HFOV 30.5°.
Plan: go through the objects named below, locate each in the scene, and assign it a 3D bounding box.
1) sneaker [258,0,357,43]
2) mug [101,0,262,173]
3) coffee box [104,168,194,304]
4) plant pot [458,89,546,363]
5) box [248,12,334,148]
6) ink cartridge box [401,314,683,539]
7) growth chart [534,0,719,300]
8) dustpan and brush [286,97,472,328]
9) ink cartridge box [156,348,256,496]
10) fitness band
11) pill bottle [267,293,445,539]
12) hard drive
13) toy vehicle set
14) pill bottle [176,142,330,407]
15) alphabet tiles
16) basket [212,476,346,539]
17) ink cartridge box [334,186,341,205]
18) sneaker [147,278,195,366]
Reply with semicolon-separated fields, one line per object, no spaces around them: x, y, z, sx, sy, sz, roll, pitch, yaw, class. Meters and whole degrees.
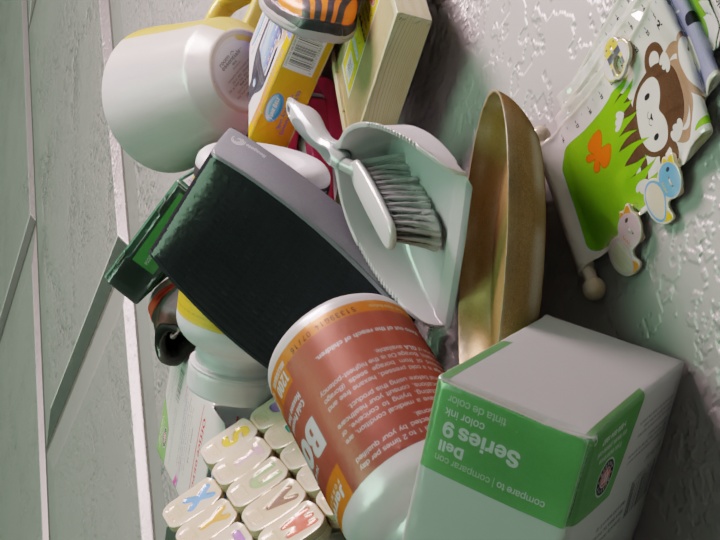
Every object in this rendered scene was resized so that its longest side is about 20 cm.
-0.031;-0.259;1.021;0.201;0.077;0.113;-100;24;-54;sneaker
-0.159;-0.202;1.320;0.152;0.148;0.189;-8;83;50;mug
-0.174;-0.047;1.296;0.123;0.044;0.200;-51;3;13;coffee box
0.084;-0.006;0.796;0.200;0.027;0.203;-176;90;-88;plant pot
-0.063;-0.210;1.172;0.201;0.041;0.120;-99;30;-53;box
0.083;0.141;0.676;0.087;0.145;0.202;18;109;25;ink cartridge box
0.151;-0.094;0.733;0.146;0.018;0.201;-109;31;-41;growth chart
0.004;-0.065;0.922;0.141;0.057;0.201;95;155;-42;dustpan and brush
-0.130;0.156;1.223;0.200;0.067;0.119;-137;56;-63;ink cartridge box
-0.052;-0.077;1.183;0.144;0.037;0.202;136;134;-58;fitness band
0.024;0.119;0.861;0.201;0.111;0.113;58;139;40;pill bottle
-0.059;0.004;0.987;0.135;0.199;0.042;-53;-8;22;hard drive
0.011;-0.185;1.019;0.201;0.026;0.125;-99;24;-52;toy vehicle set
-0.092;0.004;1.083;0.112;0.111;0.203;-138;54;-61;pill bottle
-0.056;0.149;0.993;0.015;0.194;0.200;62;168;-24;alphabet tiles
-0.072;0.240;1.050;0.199;0.138;0.179;26;111;55;basket
0.000;0.000;1.042;0.095;0.037;0.203;34;113;63;ink cartridge box
-0.130;0.024;1.197;0.200;0.076;0.083;-48;35;44;sneaker
